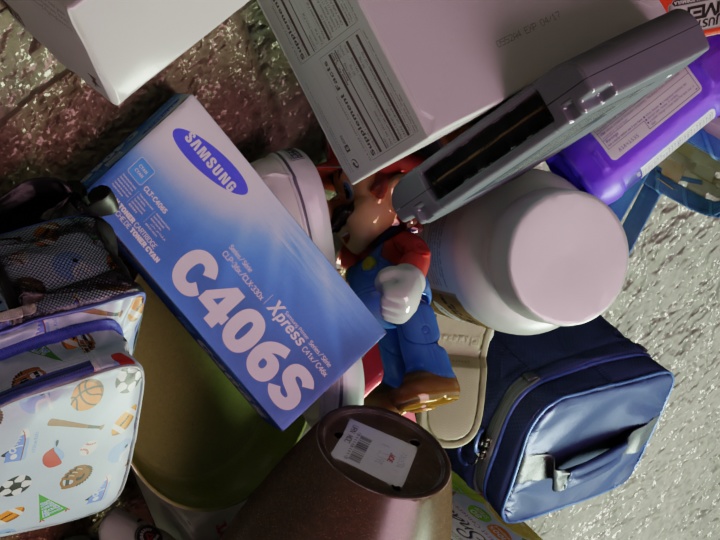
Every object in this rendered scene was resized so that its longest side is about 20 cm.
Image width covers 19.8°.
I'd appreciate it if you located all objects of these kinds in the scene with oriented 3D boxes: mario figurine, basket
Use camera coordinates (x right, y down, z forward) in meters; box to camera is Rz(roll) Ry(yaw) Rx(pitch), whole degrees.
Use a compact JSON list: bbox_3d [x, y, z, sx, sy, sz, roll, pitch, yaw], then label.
[{"bbox_3d":[0.000,0.000,1.398,0.123,0.202,0.106,-18,169,31],"label":"mario figurine"},{"bbox_3d":[0.224,-0.085,1.559,0.201,0.138,0.176,-57,170,-5],"label":"basket"}]

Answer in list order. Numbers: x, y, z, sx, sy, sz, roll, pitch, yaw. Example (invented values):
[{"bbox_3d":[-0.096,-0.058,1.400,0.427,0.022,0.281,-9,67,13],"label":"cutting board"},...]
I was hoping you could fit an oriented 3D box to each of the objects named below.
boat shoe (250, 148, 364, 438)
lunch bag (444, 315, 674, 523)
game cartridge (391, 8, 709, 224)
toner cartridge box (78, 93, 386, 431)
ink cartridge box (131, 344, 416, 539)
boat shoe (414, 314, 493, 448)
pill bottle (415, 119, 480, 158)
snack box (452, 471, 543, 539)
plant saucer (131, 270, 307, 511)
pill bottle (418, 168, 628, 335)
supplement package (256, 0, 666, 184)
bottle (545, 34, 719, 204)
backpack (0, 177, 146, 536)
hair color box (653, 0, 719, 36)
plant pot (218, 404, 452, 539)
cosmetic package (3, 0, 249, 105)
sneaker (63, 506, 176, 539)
[{"bbox_3d":[-0.048,0.023,1.374,0.065,0.072,0.202,-19,112,-27],"label":"boat shoe"},{"bbox_3d":[0.154,0.118,1.693,0.199,0.132,0.137,-14,131,-41],"label":"lunch bag"},{"bbox_3d":[0.118,-0.095,1.280,0.133,0.042,0.200,-33,179,-41],"label":"game cartridge"},{"bbox_3d":[-0.082,-0.005,1.301,0.095,0.043,0.200,-43,106,-11],"label":"toner cartridge box"},{"bbox_3d":[-0.057,0.145,1.524,0.199,0.084,0.145,-37,143,-19],"label":"ink cartridge box"},{"bbox_3d":[0.070,0.030,1.574,0.074,0.068,0.202,14,92,-19],"label":"boat shoe"},{"bbox_3d":[0.114,-0.152,1.428,0.200,0.106,0.107,-39,143,-16],"label":"pill bottle"},{"bbox_3d":[0.091,0.236,1.671,0.141,0.200,0.053,0,122,-48],"label":"snack box"},{"bbox_3d":[-0.103,0.060,1.390,0.199,0.031,0.202,-8,100,-48],"label":"plant saucer"},{"bbox_3d":[0.104,-0.015,1.439,0.113,0.200,0.116,-2,95,-19],"label":"pill bottle"},{"bbox_3d":[0.057,-0.173,1.280,0.199,0.157,0.111,-28,180,-30],"label":"supplement package"},{"bbox_3d":[0.219,-0.126,1.442,0.200,0.065,0.084,-39,-174,-4],"label":"bottle"},{"bbox_3d":[-0.224,0.069,1.221,0.189,0.155,0.201,-9,133,-23],"label":"backpack"},{"bbox_3d":[0.176,-0.248,1.335,0.061,0.101,0.202,-13,100,-25],"label":"hair color box"},{"bbox_3d":[-0.016,0.196,1.372,0.186,0.187,0.201,-12,133,-42],"label":"plant pot"},{"bbox_3d":[-0.103,-0.198,1.145,0.200,0.113,0.081,-41,142,-17],"label":"cosmetic package"},{"bbox_3d":[-0.189,0.233,1.483,0.200,0.088,0.074,-51,178,40],"label":"sneaker"}]
